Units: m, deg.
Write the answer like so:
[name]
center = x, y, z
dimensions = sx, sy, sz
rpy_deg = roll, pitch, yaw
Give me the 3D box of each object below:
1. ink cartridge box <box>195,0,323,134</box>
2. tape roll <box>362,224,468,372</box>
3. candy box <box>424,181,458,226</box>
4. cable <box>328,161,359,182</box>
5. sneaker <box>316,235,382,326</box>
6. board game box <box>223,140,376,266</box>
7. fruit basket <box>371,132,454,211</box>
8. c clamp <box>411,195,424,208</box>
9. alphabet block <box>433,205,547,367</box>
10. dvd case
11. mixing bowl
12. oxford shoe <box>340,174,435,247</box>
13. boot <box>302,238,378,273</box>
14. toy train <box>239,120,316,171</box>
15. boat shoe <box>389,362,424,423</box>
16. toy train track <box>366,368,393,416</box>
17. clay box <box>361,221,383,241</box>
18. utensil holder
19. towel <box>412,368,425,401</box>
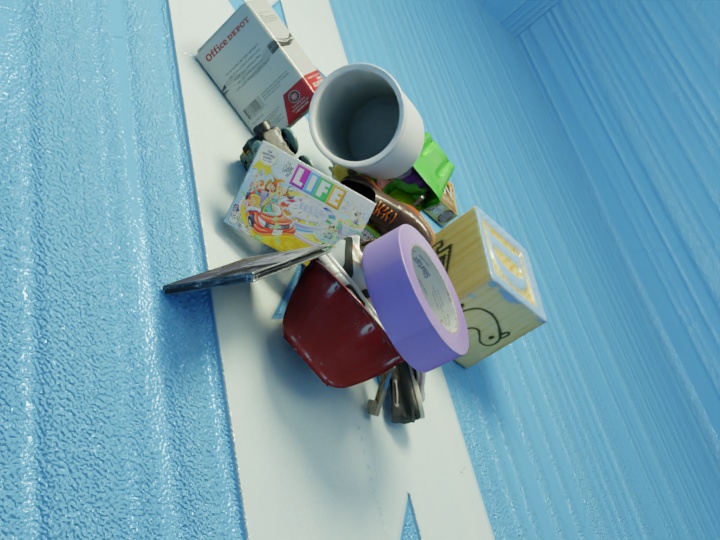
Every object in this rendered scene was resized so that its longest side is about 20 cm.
[ink cartridge box]
center = -0.170, -0.348, 1.351
dimensions = 0.201, 0.143, 0.084
rpy_deg = 52, 28, -8
[tape roll]
center = 0.081, 0.039, 1.096
dimensions = 0.201, 0.065, 0.202
rpy_deg = 50, 24, -32
[candy box]
center = 0.143, -0.206, 1.789
dimensions = 0.199, 0.055, 0.117
rpy_deg = 38, 33, -32
[cable]
center = 0.004, -0.130, 1.467
dimensions = 0.202, 0.050, 0.097
rpy_deg = 58, 1, 27
[sneaker]
center = 0.024, 0.034, 1.137
dimensions = 0.201, 0.080, 0.074
rpy_deg = 51, -10, -4
[board game box]
center = -0.092, -0.089, 1.170
dimensions = 0.197, 0.137, 0.034
rpy_deg = 27, -1, -14
[fruit basket]
center = 0.073, -0.153, 1.531
dimensions = 0.156, 0.214, 0.216
rpy_deg = 48, 29, -12
[c clamp]
center = 0.092, -0.007, 1.403
dimensions = 0.027, 0.171, 0.204
rpy_deg = -7, 73, -31
[alphabet block]
center = 0.217, 0.035, 1.507
dimensions = 0.194, 0.199, 0.199
rpy_deg = 34, 35, -32
[dvd case]
center = -0.148, -0.004, 1.036
dimensions = 0.199, 0.146, 0.016
rpy_deg = -24, 103, -61
[mixing bowl]
center = -0.041, 0.093, 1.098
dimensions = 0.200, 0.108, 0.200
rpy_deg = 46, -8, 8
[oxford shoe]
center = 0.042, -0.097, 1.346
dimensions = 0.198, 0.072, 0.072
rpy_deg = 35, 14, 14
[boot]
center = 0.000, 0.000, 1.255
dimensions = 0.076, 0.196, 0.098
rpy_deg = 86, 23, -48
[toy train]
center = -0.122, -0.142, 1.251
dimensions = 0.085, 0.114, 0.202
rpy_deg = -31, 91, -29
[boat shoe]
center = 0.056, 0.160, 1.275
dimensions = 0.067, 0.056, 0.203
rpy_deg = 84, -8, -53
[toy train track]
center = 0.042, 0.126, 1.207
dimensions = 0.032, 0.114, 0.204
rpy_deg = 20, 80, -15
[clay box]
center = -0.015, -0.088, 1.391
dimensions = 0.199, 0.048, 0.115
rpy_deg = 33, 14, -35
[utensil holder]
center = 0.019, -0.250, 1.346
dimensions = 0.172, 0.168, 0.200
rpy_deg = 61, 13, 10
[towel]
center = 0.085, 0.107, 1.316
dimensions = 0.147, 0.029, 0.203
rpy_deg = 84, -8, -58
